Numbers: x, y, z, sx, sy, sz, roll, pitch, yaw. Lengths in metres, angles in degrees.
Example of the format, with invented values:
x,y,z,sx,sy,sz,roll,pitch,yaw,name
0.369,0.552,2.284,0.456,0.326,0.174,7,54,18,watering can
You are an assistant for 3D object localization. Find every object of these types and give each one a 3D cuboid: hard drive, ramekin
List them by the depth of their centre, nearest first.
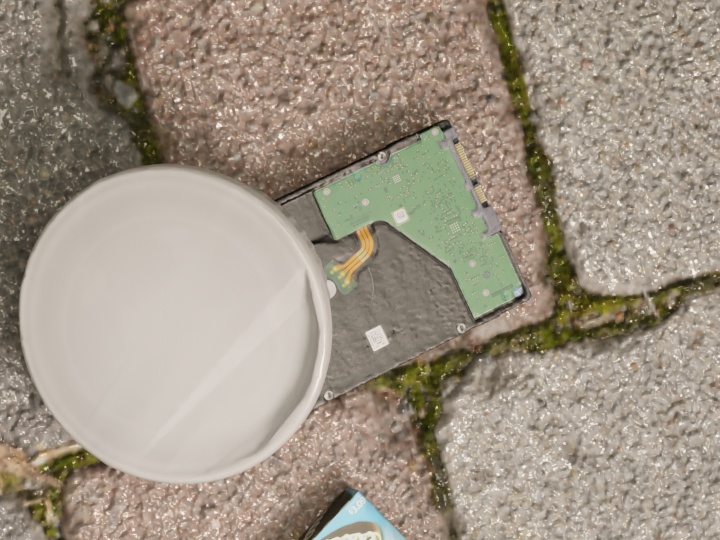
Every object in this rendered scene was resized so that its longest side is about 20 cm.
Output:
x,y,z,sx,sy,sz,roll,pitch,yaw,name
-0.110,0.029,1.344,0.202,0.094,0.203,2,99,10,ramekin
0.000,0.000,1.427,0.200,0.038,0.140,-27,95,-12,hard drive

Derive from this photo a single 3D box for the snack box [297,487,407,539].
x,y,z,sx,sy,sz,roll,pitch,yaw,name
-0.034,0.258,1.415,0.116,0.037,0.200,46,80,-8,snack box
